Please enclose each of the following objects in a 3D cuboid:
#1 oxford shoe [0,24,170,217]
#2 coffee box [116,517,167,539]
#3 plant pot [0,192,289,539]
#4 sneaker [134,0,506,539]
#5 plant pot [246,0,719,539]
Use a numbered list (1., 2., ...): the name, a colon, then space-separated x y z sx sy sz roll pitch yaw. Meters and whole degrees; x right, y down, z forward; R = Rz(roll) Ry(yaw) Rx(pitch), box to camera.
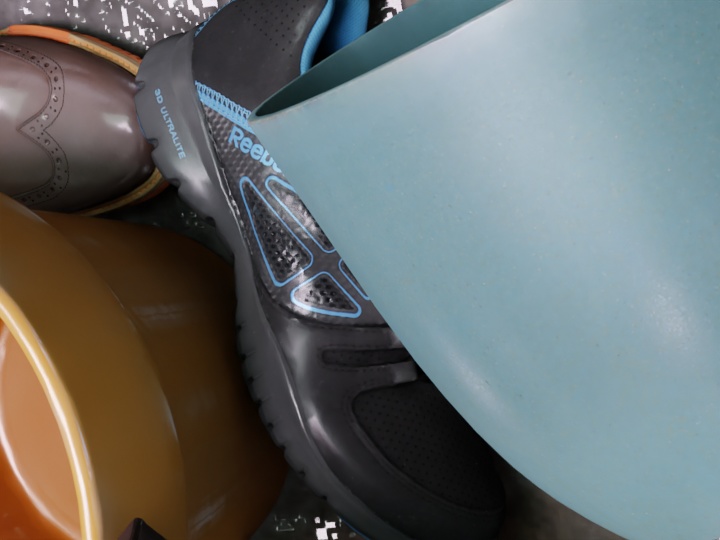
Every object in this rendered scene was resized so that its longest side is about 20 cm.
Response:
1. oxford shoe: -0.155 -0.048 1.001 0.199 0.073 0.072 3 100 28
2. coffee box: -0.007 0.166 0.770 0.200 0.113 0.080 37 97 -7
3. plant pot: -0.117 0.059 0.937 0.199 0.183 0.201 6 101 28
4. sneaker: 0.000 0.000 0.925 0.082 0.073 0.201 -30 85 28
5. plant pot: 0.093 -0.022 0.806 0.200 0.201 0.162 -26 98 30
